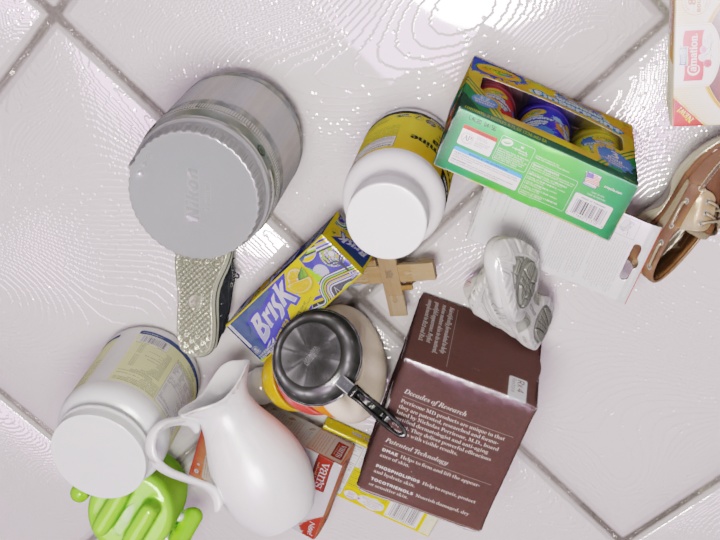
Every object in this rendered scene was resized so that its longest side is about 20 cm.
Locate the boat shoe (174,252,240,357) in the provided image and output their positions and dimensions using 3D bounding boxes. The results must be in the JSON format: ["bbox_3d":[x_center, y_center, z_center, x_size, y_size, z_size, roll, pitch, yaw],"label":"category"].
[{"bbox_3d":[-0.192,0.007,1.349,0.074,0.062,0.202,9,103,11],"label":"boat shoe"}]

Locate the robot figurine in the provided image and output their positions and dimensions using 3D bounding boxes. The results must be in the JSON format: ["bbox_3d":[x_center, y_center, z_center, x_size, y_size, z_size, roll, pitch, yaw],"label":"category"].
[{"bbox_3d":[-0.297,0.308,1.448,0.174,0.200,0.116,30,95,-3],"label":"robot figurine"}]

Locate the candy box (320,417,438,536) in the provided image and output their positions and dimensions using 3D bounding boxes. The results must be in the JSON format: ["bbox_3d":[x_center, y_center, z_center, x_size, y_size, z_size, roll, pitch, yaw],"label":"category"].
[{"bbox_3d":[0.024,0.282,1.462,0.198,0.026,0.103,25,117,-2],"label":"candy box"}]

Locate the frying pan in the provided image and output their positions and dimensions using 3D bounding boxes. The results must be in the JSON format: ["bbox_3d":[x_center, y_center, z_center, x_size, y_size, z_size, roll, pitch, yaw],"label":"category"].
[{"bbox_3d":[-0.037,0.132,1.238,0.114,0.031,0.191,-30,69,9],"label":"frying pan"}]

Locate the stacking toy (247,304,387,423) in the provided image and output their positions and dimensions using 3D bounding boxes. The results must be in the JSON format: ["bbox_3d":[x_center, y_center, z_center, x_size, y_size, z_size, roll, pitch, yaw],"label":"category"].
[{"bbox_3d":[-0.078,0.131,1.369,0.199,0.146,0.147,-15,114,36],"label":"stacking toy"}]

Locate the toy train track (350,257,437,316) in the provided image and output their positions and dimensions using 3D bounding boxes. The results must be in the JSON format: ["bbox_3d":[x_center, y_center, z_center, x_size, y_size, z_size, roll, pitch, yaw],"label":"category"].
[{"bbox_3d":[0.000,0.000,1.325,0.198,0.033,0.116,-4,116,21],"label":"toy train track"}]

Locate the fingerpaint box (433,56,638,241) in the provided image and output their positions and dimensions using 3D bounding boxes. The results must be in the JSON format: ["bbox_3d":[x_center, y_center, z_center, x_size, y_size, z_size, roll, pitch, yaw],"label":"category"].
[{"bbox_3d":[0.190,-0.135,1.142,0.198,0.167,0.074,24,120,-1],"label":"fingerpaint box"}]

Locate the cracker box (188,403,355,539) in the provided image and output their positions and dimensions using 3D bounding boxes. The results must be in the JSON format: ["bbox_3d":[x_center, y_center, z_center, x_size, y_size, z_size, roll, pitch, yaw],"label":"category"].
[{"bbox_3d":[-0.121,0.255,1.442,0.198,0.058,0.135,24,118,9],"label":"cracker box"}]

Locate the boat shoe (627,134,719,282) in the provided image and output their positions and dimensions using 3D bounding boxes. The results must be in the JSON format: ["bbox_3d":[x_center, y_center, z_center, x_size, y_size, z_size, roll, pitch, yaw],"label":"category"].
[{"bbox_3d":[0.371,-0.066,1.184,0.075,0.072,0.201,6,133,-35],"label":"boat shoe"}]

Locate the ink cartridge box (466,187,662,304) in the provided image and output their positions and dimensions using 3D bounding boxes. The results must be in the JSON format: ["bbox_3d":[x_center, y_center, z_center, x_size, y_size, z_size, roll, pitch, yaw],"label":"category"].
[{"bbox_3d":[0.232,-0.053,1.227,0.198,0.050,0.110,24,120,7],"label":"ink cartridge box"}]

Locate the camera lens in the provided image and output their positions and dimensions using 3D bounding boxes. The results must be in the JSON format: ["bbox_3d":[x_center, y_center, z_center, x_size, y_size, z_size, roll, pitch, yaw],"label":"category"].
[{"bbox_3d":[-0.157,-0.121,1.196,0.158,0.200,0.162,4,117,8],"label":"camera lens"}]

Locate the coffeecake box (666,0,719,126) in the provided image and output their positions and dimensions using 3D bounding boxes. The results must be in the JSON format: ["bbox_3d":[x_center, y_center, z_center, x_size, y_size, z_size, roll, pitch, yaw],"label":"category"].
[{"bbox_3d":[0.419,-0.235,1.101,0.198,0.073,0.155,-1,117,12],"label":"coffeecake box"}]

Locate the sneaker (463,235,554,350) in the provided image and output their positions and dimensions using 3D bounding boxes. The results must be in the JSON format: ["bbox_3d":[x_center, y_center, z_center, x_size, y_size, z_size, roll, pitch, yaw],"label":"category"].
[{"bbox_3d":[0.157,0.023,1.242,0.099,0.078,0.201,17,154,28],"label":"sneaker"}]

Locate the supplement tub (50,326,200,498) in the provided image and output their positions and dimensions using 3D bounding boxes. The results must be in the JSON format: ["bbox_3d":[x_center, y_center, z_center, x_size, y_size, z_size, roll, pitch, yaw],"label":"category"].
[{"bbox_3d":[-0.298,0.179,1.374,0.143,0.200,0.146,5,118,9],"label":"supplement tub"}]

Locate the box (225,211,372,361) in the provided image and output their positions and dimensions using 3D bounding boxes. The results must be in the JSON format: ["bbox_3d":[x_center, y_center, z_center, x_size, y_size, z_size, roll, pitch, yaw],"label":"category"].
[{"bbox_3d":[-0.074,0.023,1.307,0.070,0.064,0.200,44,123,-7],"label":"box"}]

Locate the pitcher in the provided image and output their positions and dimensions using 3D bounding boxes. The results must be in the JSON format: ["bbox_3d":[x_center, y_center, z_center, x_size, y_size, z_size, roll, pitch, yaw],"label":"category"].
[{"bbox_3d":[-0.157,0.237,1.322,0.121,0.171,0.201,-3,118,62],"label":"pitcher"}]

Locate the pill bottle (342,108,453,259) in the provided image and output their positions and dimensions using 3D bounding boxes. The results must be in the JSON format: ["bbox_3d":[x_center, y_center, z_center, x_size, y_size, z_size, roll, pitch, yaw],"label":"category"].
[{"bbox_3d":[0.042,-0.094,1.172,0.111,0.200,0.114,4,118,8],"label":"pill bottle"}]

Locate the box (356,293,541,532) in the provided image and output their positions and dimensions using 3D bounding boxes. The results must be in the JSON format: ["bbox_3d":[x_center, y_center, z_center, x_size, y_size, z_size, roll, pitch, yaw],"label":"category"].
[{"bbox_3d":[0.110,0.172,1.312,0.163,0.166,0.202,19,118,2],"label":"box"}]
